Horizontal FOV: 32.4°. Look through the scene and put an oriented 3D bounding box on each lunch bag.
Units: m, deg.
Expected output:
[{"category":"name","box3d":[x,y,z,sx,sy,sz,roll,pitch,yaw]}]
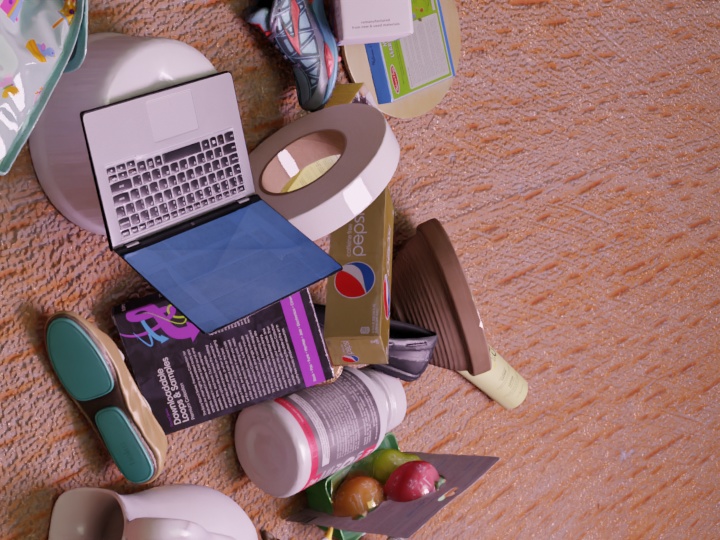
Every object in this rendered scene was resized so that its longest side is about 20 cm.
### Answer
[{"category":"lunch bag","box3d":[-0.322,-0.188,1.030,0.122,0.169,0.202,41,66,-40]}]

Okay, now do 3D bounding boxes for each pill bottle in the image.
[{"category":"pill bottle","box3d":[-0.039,0.174,1.422,0.199,0.110,0.112,-20,108,-45]}]

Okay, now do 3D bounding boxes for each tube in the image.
[{"category":"tube","box3d":[0.158,0.123,1.692,0.200,0.052,0.058,42,22,-36]}]

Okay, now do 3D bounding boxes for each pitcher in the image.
[{"category":"pitcher","box3d":[-0.180,0.268,1.224,0.199,0.170,0.123,24,67,-46]}]

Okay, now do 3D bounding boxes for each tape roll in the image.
[{"category":"tape roll","box3d":[-0.054,-0.102,1.320,0.203,0.201,0.037,-54,129,-31]}]

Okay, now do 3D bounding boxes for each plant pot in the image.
[{"category":"plant pot","box3d":[0.086,0.045,1.536,0.092,0.201,0.203,-20,113,-3]}]

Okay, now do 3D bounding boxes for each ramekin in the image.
[{"category":"ramekin","box3d":[-0.213,-0.134,1.213,0.199,0.097,0.203,-5,96,-49]}]

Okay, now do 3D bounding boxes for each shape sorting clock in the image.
[{"category":"shape sorting clock","box3d":[0.051,-0.291,1.543,0.199,0.039,0.203,-4,95,-44]}]

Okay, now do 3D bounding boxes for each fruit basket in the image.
[{"category":"fruit basket","box3d":[0.039,0.264,1.452,0.185,0.198,0.095,-31,114,-44]}]

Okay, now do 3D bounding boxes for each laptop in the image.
[{"category":"laptop","box3d":[-0.133,-0.070,1.148,0.186,0.115,0.202,-26,112,-45]}]

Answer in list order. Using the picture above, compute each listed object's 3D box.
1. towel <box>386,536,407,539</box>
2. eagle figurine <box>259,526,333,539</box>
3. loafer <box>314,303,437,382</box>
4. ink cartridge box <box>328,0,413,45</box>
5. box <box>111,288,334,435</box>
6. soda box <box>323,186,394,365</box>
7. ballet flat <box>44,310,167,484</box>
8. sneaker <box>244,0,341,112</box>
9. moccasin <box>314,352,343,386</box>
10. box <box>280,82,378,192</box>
[{"category":"towel","box3d":[0.021,0.424,1.492,0.193,0.034,0.202,-69,164,-49]},{"category":"eagle figurine","box3d":[-0.061,0.348,1.337,0.150,0.200,0.153,-4,103,-18]},{"category":"loafer","box3d":[-0.004,0.066,1.440,0.199,0.068,0.071,21,113,-19]},{"category":"ink cartridge box","box3d":[0.003,-0.361,1.396,0.083,0.145,0.203,-6,97,-5]},{"category":"box","box3d":[-0.140,0.074,1.275,0.198,0.036,0.144,-18,111,-7]},{"category":"soda box","box3d":[0.000,0.000,1.371,0.068,0.063,0.202,73,16,-58]},{"category":"ballet flat","box3d":[-0.249,0.118,1.224,0.063,0.068,0.202,-64,137,-61]},{"category":"sneaker","box3d":[-0.087,-0.273,1.380,0.095,0.079,0.203,-16,101,-29]},{"category":"moccasin","box3d":[-0.097,0.067,1.338,0.201,0.077,0.074,38,68,-26]},{"category":"box","box3d":[-0.043,-0.126,1.442,0.201,0.050,0.076,-58,131,-28]}]
